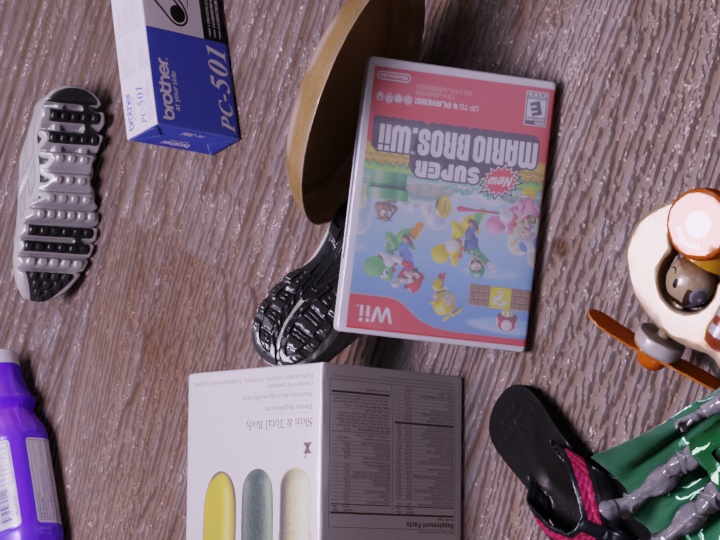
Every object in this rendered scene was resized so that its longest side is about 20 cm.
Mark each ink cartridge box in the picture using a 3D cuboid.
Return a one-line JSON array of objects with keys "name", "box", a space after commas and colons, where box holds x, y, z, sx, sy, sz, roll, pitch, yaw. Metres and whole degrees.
[{"name": "ink cartridge box", "box": [-0.164, -0.205, 1.801, 0.044, 0.094, 0.200, -23, 68, 41]}]

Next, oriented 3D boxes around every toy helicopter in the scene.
[{"name": "toy helicopter", "box": [0.236, 0.049, 1.373, 0.132, 0.079, 0.200, -35, 73, 30]}]

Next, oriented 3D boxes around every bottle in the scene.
[{"name": "bottle", "box": [-0.326, 0.174, 1.934, 0.083, 0.065, 0.200, -30, 64, 39]}]

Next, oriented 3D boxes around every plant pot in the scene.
[{"name": "plant pot", "box": [-0.007, -0.132, 1.562, 0.027, 0.200, 0.200, 23, 103, 16]}]

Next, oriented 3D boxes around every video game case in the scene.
[{"name": "video game case", "box": [0.062, -0.048, 1.524, 0.017, 0.143, 0.201, -177, 94, -79]}]

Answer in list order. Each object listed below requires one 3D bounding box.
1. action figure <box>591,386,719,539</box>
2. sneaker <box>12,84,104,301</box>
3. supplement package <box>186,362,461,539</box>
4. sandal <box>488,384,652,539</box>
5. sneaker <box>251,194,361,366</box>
[{"name": "action figure", "box": [0.239, 0.114, 1.332, 0.118, 0.055, 0.200, 52, 124, 13]}, {"name": "sneaker", "box": [-0.285, -0.071, 1.933, 0.081, 0.075, 0.201, 8, 88, 60]}, {"name": "supplement package", "box": [-0.028, 0.177, 1.566, 0.152, 0.150, 0.201, -7, 79, 45]}, {"name": "sandal", "box": [0.144, 0.156, 1.469, 0.200, 0.045, 0.075, 48, 117, 38]}, {"name": "sneaker", "box": [0.000, 0.000, 1.596, 0.200, 0.079, 0.074, -44, 69, -3]}]
